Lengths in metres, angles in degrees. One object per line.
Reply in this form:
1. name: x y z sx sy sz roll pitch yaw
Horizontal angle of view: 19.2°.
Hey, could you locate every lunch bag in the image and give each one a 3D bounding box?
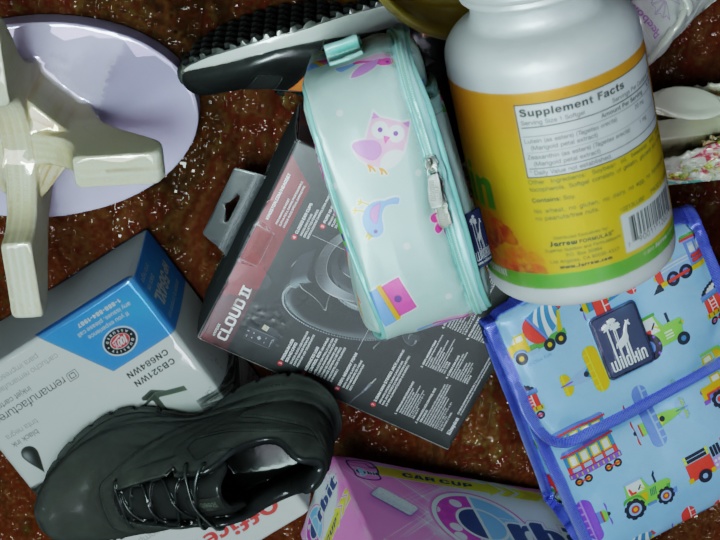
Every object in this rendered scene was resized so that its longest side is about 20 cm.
1. lunch bag: 0.018 -0.056 1.176 0.077 0.200 0.162 -14 101 1
2. lunch bag: 0.164 0.058 1.329 0.150 0.094 0.201 -27 119 -4

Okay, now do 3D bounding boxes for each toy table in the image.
1. toy table: -0.202 -0.079 1.287 0.199 0.117 0.185 -14 112 7

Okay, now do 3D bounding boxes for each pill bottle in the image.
1. pill bottle: 0.108 -0.093 1.188 0.110 0.111 0.201 -11 116 5

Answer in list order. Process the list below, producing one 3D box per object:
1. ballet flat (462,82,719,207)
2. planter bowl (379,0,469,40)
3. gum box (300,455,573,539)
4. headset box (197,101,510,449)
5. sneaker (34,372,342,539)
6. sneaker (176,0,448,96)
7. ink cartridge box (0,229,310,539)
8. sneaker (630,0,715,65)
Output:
1. ballet flat: 0.155 -0.083 1.299 0.199 0.076 0.064 -12 147 -8
2. planter bowl: 0.049 -0.238 1.216 0.199 0.083 0.202 -14 115 -33
3. gum box: 0.074 0.190 1.377 0.199 0.114 0.066 12 114 -23
4. headset box: 0.000 0.000 1.341 0.199 0.077 0.149 24 111 -9
5. sneaker: -0.108 0.124 1.297 0.199 0.091 0.076 -21 113 8
6. sneaker: -0.009 -0.119 1.293 0.199 0.070 0.091 -15 109 4
7. ink cartridge box: -0.142 0.100 1.381 0.146 0.084 0.200 -32 109 12
8. sneaker: 0.190 -0.172 1.255 0.075 0.100 0.200 41 106 -13
